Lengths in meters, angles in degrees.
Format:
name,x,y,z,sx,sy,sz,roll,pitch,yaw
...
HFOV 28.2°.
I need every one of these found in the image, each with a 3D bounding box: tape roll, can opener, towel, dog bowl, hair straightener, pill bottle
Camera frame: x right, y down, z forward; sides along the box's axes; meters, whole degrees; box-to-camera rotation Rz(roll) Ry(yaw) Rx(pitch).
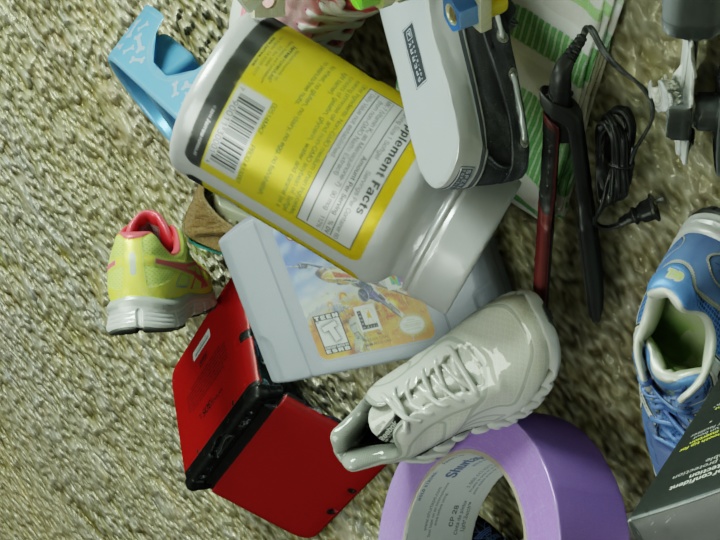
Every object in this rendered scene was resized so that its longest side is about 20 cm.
name,x,y,z,sx,sy,sz,roll,pitch,yaw
tape roll,0.093,0.196,0.980,0.199,0.065,0.203,-23,62,53
can opener,0.184,-0.144,0.743,0.065,0.053,0.202,-1,127,9
towel,0.085,-0.141,0.875,0.152,0.023,0.202,36,138,28
dog bowl,-0.118,-0.116,1.042,0.200,0.049,0.112,41,168,42
hair straightener,0.143,-0.053,0.855,0.076,0.041,0.202,2,125,8
pill bottle,-0.008,-0.064,0.887,0.199,0.115,0.115,31,139,3

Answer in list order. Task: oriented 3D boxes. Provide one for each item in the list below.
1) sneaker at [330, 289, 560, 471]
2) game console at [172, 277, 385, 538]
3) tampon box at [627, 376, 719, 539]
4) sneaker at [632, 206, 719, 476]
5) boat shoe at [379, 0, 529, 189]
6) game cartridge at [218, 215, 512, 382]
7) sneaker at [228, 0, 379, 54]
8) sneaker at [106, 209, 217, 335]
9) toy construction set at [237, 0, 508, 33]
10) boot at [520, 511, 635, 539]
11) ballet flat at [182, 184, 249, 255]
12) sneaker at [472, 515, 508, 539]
name,x,y,z,sx,sy,sz,roll,pitch,yaw
sneaker,0.054,0.081,0.931,0.200,0.080,0.076,-44,67,44
game console,-0.075,0.121,1.242,0.200,0.117,0.174,128,137,-51
tampon box,0.246,0.107,0.691,0.149,0.200,0.127,-27,95,34
sneaker,0.190,0.062,0.852,0.075,0.077,0.202,21,131,36
boat shoe,0.058,-0.147,0.833,0.072,0.067,0.203,-33,66,60
game cartridge,0.000,0.000,0.998,0.198,0.042,0.135,-13,110,27
sneaker,-0.027,-0.169,0.928,0.105,0.075,0.202,45,139,36
sneaker,-0.161,-0.005,1.159,0.200,0.077,0.092,-102,6,-84
toy construction set,-0.004,-0.195,0.785,0.199,0.092,0.133,12,125,53
boot,0.189,0.221,0.983,0.091,0.073,0.199,51,147,-15
ballet flat,-0.063,-0.030,1.096,0.199,0.067,0.073,27,119,41
sneaker,0.070,0.264,1.141,0.078,0.070,0.200,52,136,14
